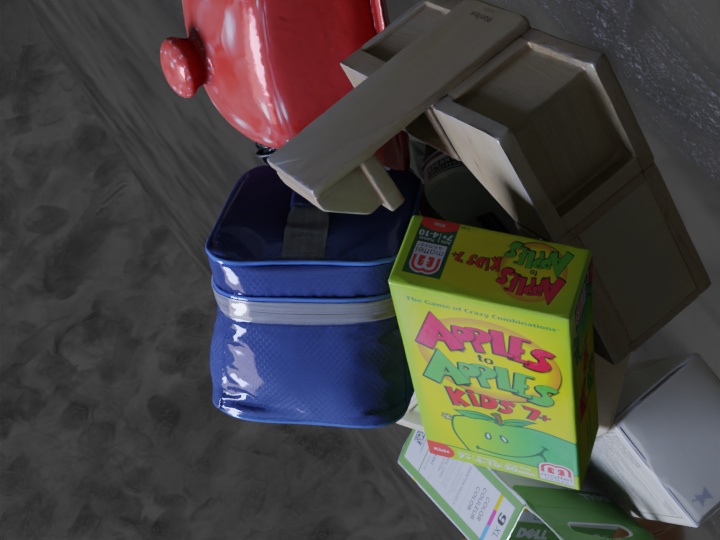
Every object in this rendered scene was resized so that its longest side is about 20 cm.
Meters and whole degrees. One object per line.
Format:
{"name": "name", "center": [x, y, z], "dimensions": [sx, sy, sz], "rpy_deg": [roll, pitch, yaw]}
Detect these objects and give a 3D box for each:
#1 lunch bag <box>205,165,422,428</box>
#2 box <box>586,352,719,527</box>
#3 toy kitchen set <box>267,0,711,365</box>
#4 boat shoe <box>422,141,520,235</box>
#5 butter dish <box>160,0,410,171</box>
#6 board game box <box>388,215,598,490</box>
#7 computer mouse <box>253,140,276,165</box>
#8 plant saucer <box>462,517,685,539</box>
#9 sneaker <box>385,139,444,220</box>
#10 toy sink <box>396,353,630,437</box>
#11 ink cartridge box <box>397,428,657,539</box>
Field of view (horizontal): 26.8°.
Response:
{"name": "lunch bag", "center": [-0.024, -0.001, 1.001], "dimensions": [0.200, 0.135, 0.133], "rpy_deg": [-79, -9, -65]}
{"name": "box", "center": [0.209, 0.122, 1.091], "dimensions": [0.095, 0.078, 0.200], "rpy_deg": [52, 171, 0]}
{"name": "toy kitchen set", "center": [0.065, -0.039, 0.925], "dimensions": [0.181, 0.163, 0.200], "rpy_deg": [57, 170, -31]}
{"name": "boat shoe", "center": [0.097, -0.048, 1.073], "dimensions": [0.200, 0.070, 0.064], "rpy_deg": [52, -153, -56]}
{"name": "butter dish", "center": [-0.070, -0.163, 1.065], "dimensions": [0.199, 0.147, 0.201], "rpy_deg": [38, 145, 57]}
{"name": "board game box", "center": [0.082, 0.053, 0.881], "dimensions": [0.101, 0.048, 0.200], "rpy_deg": [12, 149, 18]}
{"name": "computer mouse", "center": [-0.050, -0.145, 1.257], "dimensions": [0.140, 0.046, 0.200], "rpy_deg": [3, 142, 18]}
{"name": "plant saucer", "center": [0.184, 0.231, 1.332], "dimensions": [0.200, 0.199, 0.033], "rpy_deg": [160, 103, -80]}
{"name": "sneaker", "center": [0.015, -0.055, 1.163], "dimensions": [0.088, 0.074, 0.200], "rpy_deg": [21, -161, -18]}
{"name": "toy sink", "center": [0.101, 0.067, 1.086], "dimensions": [0.130, 0.113, 0.200], "rpy_deg": [19, 163, -5]}
{"name": "ink cartridge box", "center": [0.124, 0.175, 1.130], "dimensions": [0.103, 0.060, 0.200], "rpy_deg": [12, -162, -35]}
